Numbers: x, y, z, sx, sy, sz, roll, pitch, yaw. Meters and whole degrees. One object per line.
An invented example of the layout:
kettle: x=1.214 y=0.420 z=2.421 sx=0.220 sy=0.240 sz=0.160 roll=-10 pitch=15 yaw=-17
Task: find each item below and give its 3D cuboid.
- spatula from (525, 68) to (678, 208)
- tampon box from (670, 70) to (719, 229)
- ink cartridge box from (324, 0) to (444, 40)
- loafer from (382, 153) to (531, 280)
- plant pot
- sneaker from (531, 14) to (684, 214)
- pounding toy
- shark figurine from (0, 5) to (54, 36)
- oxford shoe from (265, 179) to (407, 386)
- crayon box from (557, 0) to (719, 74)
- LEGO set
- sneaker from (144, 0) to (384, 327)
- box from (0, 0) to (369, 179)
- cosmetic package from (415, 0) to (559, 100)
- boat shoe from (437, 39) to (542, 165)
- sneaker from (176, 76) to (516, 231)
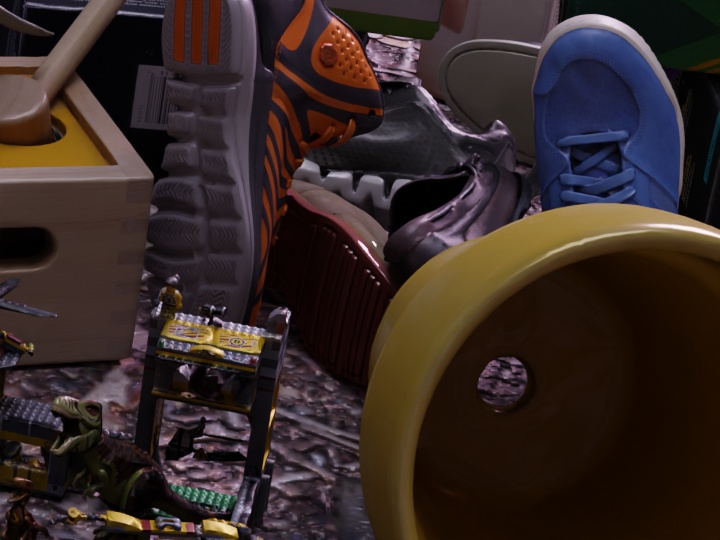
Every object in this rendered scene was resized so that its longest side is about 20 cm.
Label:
spatula: x=0.095 y=-0.054 z=1.351 sx=0.057 sy=0.200 sz=0.021 roll=35 pitch=-8 yaw=35
tampon box: x=0.228 y=-0.044 z=1.368 sx=0.126 sy=0.150 sz=0.200 roll=6 pitch=25 yaw=-5
ink cartridge box: x=-0.014 y=-0.241 z=1.399 sx=0.148 sy=0.200 sz=0.076 roll=7 pitch=25 yaw=-8
loafer: x=0.042 y=-0.026 z=1.236 sx=0.063 sy=0.072 sz=0.200 roll=40 pitch=13 yaw=-11
plant pot: x=0.086 y=0.064 z=1.060 sx=0.200 sy=0.201 sz=0.189 roll=3 pitch=9 yaw=-15
sneaker: x=0.121 y=-0.016 z=1.218 sx=0.077 sy=0.200 sz=0.111 roll=-2 pitch=24 yaw=8
pounding toy: x=-0.187 y=-0.057 z=1.255 sx=0.200 sy=0.142 sz=0.184 roll=-3 pitch=28 yaw=-24
shark figurine: x=-0.188 y=-0.150 z=1.262 sx=0.089 sy=0.128 sz=0.214 roll=25 pitch=12 yaw=-4
oxford shoe: x=0.000 y=0.000 z=1.292 sx=0.075 sy=0.071 sz=0.200 roll=2 pitch=27 yaw=-32
crayon box: x=0.207 y=-0.145 z=1.340 sx=0.200 sy=0.052 sz=0.126 roll=7 pitch=24 yaw=3
LEGO set: x=-0.112 y=0.063 z=1.051 sx=0.200 sy=0.116 sz=0.154 roll=14 pitch=25 yaw=10
sneaker: x=-0.040 y=-0.050 z=1.239 sx=0.112 sy=0.200 sz=0.078 roll=-4 pitch=14 yaw=-45
box: x=-0.114 y=-0.135 z=1.497 sx=0.200 sy=0.104 sz=0.182 roll=4 pitch=26 yaw=-13
cosmetic package: x=0.104 y=-0.208 z=1.619 sx=0.087 sy=0.200 sz=0.103 roll=20 pitch=26 yaw=19
boat shoe: x=0.147 y=-0.103 z=1.560 sx=0.199 sy=0.075 sz=0.066 roll=12 pitch=22 yaw=5
sneaker: x=-0.002 y=-0.072 z=1.407 sx=0.200 sy=0.066 sz=0.091 roll=17 pitch=70 yaw=9
